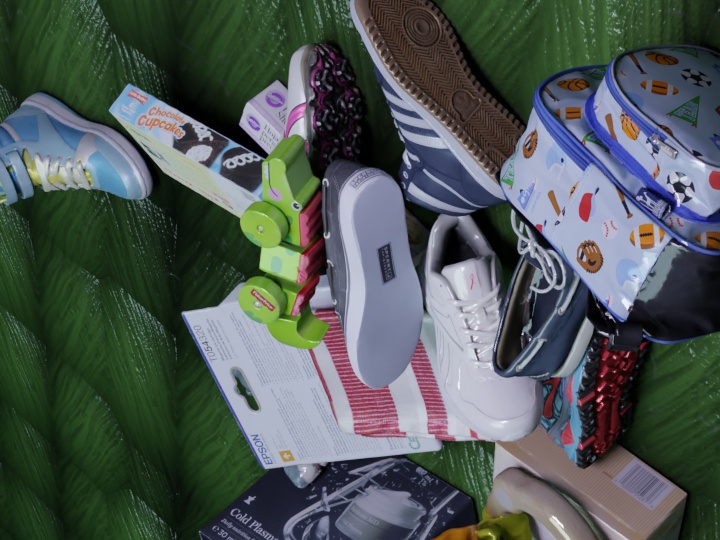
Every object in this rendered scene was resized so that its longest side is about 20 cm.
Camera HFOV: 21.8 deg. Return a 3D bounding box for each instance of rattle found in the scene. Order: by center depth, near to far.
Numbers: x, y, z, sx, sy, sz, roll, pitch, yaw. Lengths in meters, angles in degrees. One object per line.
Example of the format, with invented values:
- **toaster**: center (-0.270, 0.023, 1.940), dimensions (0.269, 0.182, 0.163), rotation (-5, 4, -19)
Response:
- **rattle**: center (0.148, 0.265, 1.512), dimensions (0.200, 0.143, 0.130), rotation (46, 135, 24)

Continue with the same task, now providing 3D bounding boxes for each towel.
- **towel**: center (0.047, 0.094, 1.658), dimensions (0.199, 0.023, 0.144), rotation (1, 127, 30)

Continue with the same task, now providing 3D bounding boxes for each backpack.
- **backpack**: center (0.188, -0.056, 1.176), dimensions (0.190, 0.200, 0.154), rotation (38, 120, 36)

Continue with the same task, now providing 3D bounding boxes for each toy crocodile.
- **toy crocodile**: center (-0.055, -0.019, 1.496), dimensions (0.062, 0.068, 0.200), rotation (19, 130, 18)

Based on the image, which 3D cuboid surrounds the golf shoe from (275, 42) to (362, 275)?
- **golf shoe**: center (-0.047, -0.089, 1.537), dimensions (0.092, 0.073, 0.201), rotation (9, 113, 31)

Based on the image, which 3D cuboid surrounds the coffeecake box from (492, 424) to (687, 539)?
- **coffeecake box**: center (0.192, 0.227, 1.623), dimensions (0.153, 0.073, 0.200), rotation (35, 149, 26)

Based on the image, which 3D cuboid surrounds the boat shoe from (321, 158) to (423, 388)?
- **boat shoe**: center (0.000, 0.000, 1.494), dimensions (0.066, 0.070, 0.201), rotation (36, 145, 45)

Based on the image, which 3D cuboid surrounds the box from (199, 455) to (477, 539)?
- **box**: center (-0.016, 0.281, 1.861), dimensions (0.200, 0.196, 0.124), rotation (28, 144, 36)

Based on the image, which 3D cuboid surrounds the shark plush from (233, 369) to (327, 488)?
- **shark plush**: center (-0.095, 0.134, 1.896), dimensions (0.200, 0.083, 0.091), rotation (38, -177, 30)

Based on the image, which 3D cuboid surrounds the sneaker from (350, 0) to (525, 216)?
- **sneaker**: center (0.045, -0.124, 1.418), dimensions (0.200, 0.070, 0.108), rotation (51, 151, -7)

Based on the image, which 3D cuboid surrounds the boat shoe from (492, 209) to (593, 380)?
- **boat shoe**: center (0.142, -0.007, 1.364), dimensions (0.075, 0.062, 0.200), rotation (53, 137, 42)

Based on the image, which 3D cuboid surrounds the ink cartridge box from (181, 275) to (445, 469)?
- **ink cartridge box**: center (-0.040, 0.092, 1.751), dimensions (0.199, 0.043, 0.197), rotation (-8, 121, 29)

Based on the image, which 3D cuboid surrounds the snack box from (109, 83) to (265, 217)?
- **snack box**: center (-0.130, -0.092, 1.708), dimensions (0.200, 0.037, 0.116), rotation (30, 168, 33)

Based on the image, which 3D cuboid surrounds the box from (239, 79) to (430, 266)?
- **box**: center (-0.020, -0.076, 1.601), dimensions (0.200, 0.041, 0.039), rotation (46, 151, 10)

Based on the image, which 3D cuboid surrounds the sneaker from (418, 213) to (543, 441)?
- **sneaker**: center (0.087, 0.038, 1.458), dimensions (0.099, 0.078, 0.200), rotation (80, 171, -58)

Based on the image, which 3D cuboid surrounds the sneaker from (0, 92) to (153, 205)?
- **sneaker**: center (-0.313, -0.098, 1.908), dimensions (0.200, 0.130, 0.080), rotation (27, 143, 36)

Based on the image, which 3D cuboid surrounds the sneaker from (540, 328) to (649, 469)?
- **sneaker**: center (0.164, 0.077, 1.479), dimensions (0.095, 0.079, 0.200), rotation (39, 150, 25)
